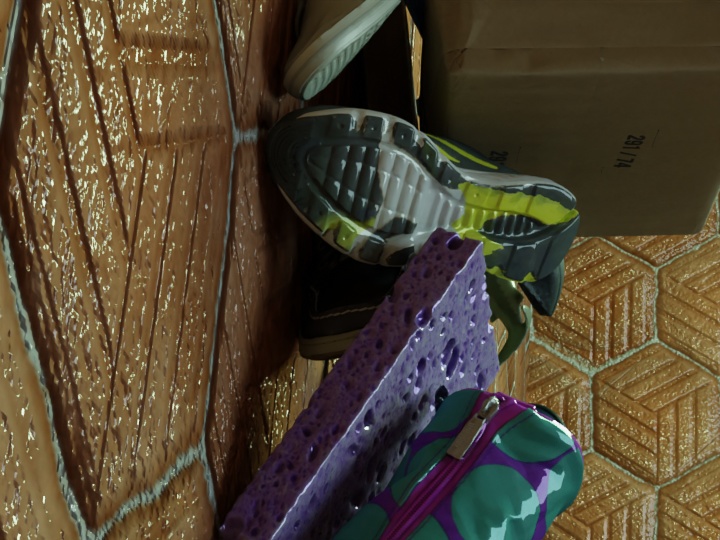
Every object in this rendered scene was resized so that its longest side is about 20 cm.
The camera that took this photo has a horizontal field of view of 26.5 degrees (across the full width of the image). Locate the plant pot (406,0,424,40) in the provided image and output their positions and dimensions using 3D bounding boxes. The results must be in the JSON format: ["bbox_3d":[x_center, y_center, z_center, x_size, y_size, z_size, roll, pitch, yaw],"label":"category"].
[{"bbox_3d":[0.118,-0.216,1.044,0.200,0.197,0.182,67,10,-64],"label":"plant pot"}]

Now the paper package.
[{"bbox_3d":[0.130,-0.109,0.916,0.201,0.188,0.105,88,1,-64],"label":"paper package"}]

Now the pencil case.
[{"bbox_3d":[0.020,0.138,0.704,0.200,0.084,0.093,-45,139,-37],"label":"pencil case"}]

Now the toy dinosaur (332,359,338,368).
[{"bbox_3d":[0.008,0.123,0.959,0.102,0.076,0.203,8,92,-64],"label":"toy dinosaur"}]

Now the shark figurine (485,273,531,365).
[{"bbox_3d":[0.079,-0.002,1.243,0.216,0.089,0.128,65,13,21],"label":"shark figurine"}]

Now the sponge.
[{"bbox_3d":[0.006,0.084,0.765,0.201,0.030,0.112,-53,150,-30],"label":"sponge"}]

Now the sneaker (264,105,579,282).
[{"bbox_3d":[0.024,-0.041,0.830,0.084,0.198,0.075,32,-79,54],"label":"sneaker"}]

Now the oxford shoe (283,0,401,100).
[{"bbox_3d":[-0.009,-0.155,0.850,0.058,0.075,0.201,43,35,-11],"label":"oxford shoe"}]

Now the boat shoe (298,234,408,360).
[{"bbox_3d":[0.000,0.000,0.871,0.200,0.071,0.066,-55,134,-74],"label":"boat shoe"}]

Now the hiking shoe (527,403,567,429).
[{"bbox_3d":[0.093,0.121,0.978,0.200,0.073,0.088,-50,128,-64],"label":"hiking shoe"}]

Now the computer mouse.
[{"bbox_3d":[0.110,-0.042,1.143,0.201,0.046,0.141,56,10,-19],"label":"computer mouse"}]

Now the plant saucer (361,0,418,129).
[{"bbox_3d":[0.025,-0.082,1.035,0.200,0.034,0.203,-5,90,-87],"label":"plant saucer"}]
